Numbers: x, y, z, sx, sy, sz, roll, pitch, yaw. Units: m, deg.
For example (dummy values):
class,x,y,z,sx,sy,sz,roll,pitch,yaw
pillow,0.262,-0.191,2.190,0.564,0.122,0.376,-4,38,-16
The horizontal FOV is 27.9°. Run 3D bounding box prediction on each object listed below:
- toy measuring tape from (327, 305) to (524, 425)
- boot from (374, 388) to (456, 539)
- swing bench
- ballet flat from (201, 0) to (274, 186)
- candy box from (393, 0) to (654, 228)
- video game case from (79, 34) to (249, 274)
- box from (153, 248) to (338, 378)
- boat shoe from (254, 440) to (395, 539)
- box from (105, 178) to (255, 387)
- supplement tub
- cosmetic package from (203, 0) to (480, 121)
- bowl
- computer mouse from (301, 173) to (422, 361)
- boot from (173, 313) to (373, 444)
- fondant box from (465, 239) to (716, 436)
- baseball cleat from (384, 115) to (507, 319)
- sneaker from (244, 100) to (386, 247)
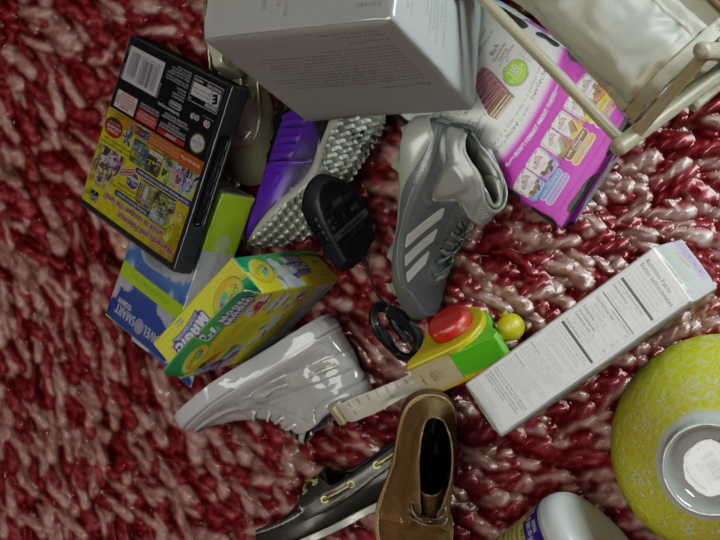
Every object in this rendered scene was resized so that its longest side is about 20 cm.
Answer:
class,x,y,z,sx,sy,sz,roll,pitch,yaw
toy measuring tape,0.062,0.082,1.337,0.200,0.074,0.074,-26,85,20
boot,0.053,0.213,1.297,0.073,0.075,0.200,3,104,-4
swing bench,0.226,-0.228,1.196,0.199,0.200,0.130,49,132,12
ballet flat,-0.123,-0.180,1.388,0.069,0.069,0.200,-3,94,21
candy box,0.140,-0.149,1.293,0.200,0.061,0.137,36,107,14
video game case,-0.192,-0.116,1.389,0.200,0.025,0.181,31,106,47
box,-0.108,0.038,1.329,0.048,0.200,0.117,47,108,10
boat shoe,-0.017,0.213,1.381,0.201,0.072,0.061,-26,88,13
box,-0.181,-0.001,1.412,0.122,0.048,0.200,32,107,44
supplement tub,0.150,0.308,1.285,0.200,0.145,0.145,-43,80,18
cosmetic package,-0.007,-0.236,1.196,0.165,0.200,0.165,-2,75,22
bowl,0.304,0.159,1.234,0.200,0.108,0.201,2,96,20
computer mouse,0.000,0.000,1.347,0.034,0.059,0.200,-9,113,47
boot,-0.084,0.130,1.397,0.200,0.074,0.096,-33,83,23
fondant box,0.201,0.056,1.244,0.200,0.144,0.058,-37,80,19
baseball cleat,0.076,-0.037,1.286,0.106,0.070,0.200,15,125,30
sneaker,-0.055,-0.113,1.372,0.200,0.069,0.100,-52,53,29
